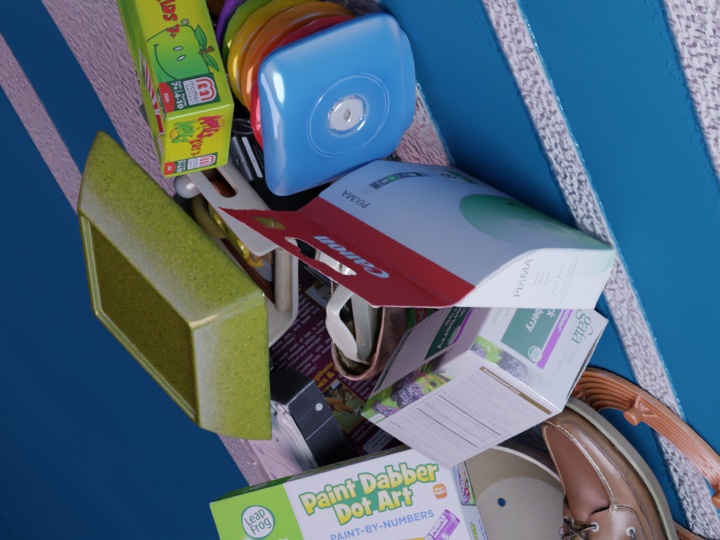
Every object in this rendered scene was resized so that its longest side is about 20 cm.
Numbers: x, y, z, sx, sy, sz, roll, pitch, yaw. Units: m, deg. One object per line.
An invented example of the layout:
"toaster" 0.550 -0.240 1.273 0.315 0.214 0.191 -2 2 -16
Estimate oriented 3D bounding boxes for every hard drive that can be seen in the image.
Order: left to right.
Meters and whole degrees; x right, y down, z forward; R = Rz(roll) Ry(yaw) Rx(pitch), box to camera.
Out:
"hard drive" -0.051 0.142 1.877 0.140 0.038 0.200 28 154 46

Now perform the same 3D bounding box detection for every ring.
"ring" 0.212 0.150 1.680 0.200 0.019 0.201 41 160 19

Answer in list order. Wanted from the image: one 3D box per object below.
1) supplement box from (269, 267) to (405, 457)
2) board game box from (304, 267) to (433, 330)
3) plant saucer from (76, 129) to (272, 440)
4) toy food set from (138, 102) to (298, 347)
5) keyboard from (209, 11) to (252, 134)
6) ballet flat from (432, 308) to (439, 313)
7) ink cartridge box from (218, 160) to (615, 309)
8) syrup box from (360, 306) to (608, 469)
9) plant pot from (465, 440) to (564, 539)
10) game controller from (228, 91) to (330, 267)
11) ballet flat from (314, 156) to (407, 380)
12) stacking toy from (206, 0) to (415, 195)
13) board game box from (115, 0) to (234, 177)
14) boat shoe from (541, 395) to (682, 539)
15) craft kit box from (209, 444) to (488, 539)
"supplement box" -0.005 0.092 1.905 0.200 0.110 0.086 39 159 27
"board game box" -0.023 -0.030 1.830 0.200 0.029 0.135 40 161 23
"plant saucer" -0.147 0.024 1.765 0.200 0.048 0.200 45 155 26
"toy food set" -0.112 -0.029 1.744 0.144 0.060 0.200 50 165 16
"keyboard" -0.089 -0.141 1.658 0.200 0.040 0.105 29 130 34
"ballet flat" 0.060 0.009 1.690 0.067 0.046 0.200 37 159 31
"ink cartridge box" 0.036 -0.025 1.482 0.199 0.050 0.161 5 -161 -44
"syrup box" 0.083 0.068 1.637 0.081 0.079 0.200 33 155 -9
"plant pot" 0.111 0.218 1.830 0.200 0.200 0.134 45 -160 9
"game controller" -0.068 -0.089 1.749 0.104 0.042 0.201 -3 120 39
"ballet flat" 0.000 0.000 1.707 0.068 0.067 0.201 22 135 35
"stacking toy" -0.058 -0.151 1.573 0.200 0.109 0.116 46 150 43
"board game box" -0.135 -0.177 1.610 0.102 0.047 0.201 107 148 -69
"boat shoe" 0.179 0.180 1.677 0.200 0.068 0.072 56 162 -20
"craft kit box" 0.007 0.241 1.777 0.048 0.199 0.199 -14 -93 -69
